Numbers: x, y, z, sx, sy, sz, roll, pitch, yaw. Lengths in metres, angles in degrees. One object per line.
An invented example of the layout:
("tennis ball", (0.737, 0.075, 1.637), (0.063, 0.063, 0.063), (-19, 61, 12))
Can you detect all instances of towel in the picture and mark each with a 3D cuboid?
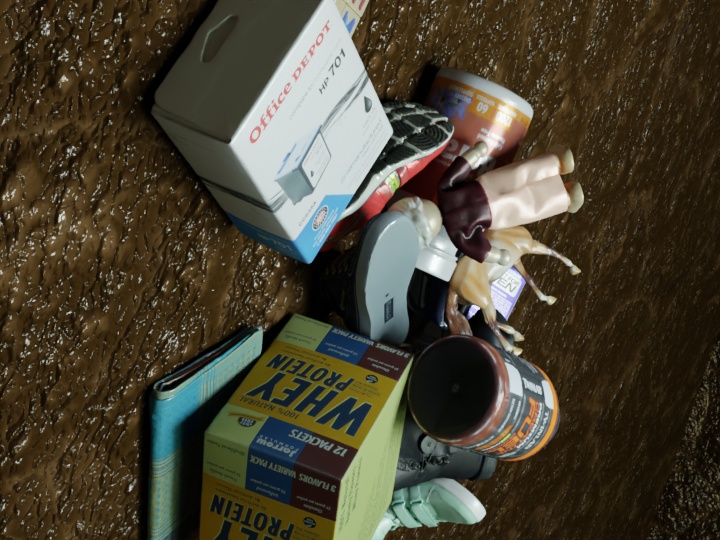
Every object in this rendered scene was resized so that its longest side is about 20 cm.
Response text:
("towel", (-0.149, 0.162, 1.159), (0.146, 0.021, 0.203), (-33, 140, -48))

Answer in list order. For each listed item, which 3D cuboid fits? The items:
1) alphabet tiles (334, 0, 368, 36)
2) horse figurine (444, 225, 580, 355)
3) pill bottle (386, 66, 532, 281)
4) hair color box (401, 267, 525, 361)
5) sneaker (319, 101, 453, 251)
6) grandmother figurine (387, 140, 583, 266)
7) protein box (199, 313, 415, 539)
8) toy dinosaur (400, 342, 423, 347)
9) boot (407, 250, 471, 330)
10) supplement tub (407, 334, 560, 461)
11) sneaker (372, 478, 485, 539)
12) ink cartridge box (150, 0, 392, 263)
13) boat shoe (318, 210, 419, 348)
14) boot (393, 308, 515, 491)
("alphabet tiles", (-0.047, -0.216, 1.047), (0.202, 0.006, 0.166), (-65, 154, -1))
("horse figurine", (0.148, 0.008, 1.330), (0.200, 0.132, 0.050), (-48, -176, -27))
("pill bottle", (0.094, -0.098, 1.291), (0.112, 0.111, 0.203), (18, 95, -64))
("hair color box", (0.106, 0.075, 1.452), (0.064, 0.109, 0.202), (32, 82, -25))
("sneaker", (0.010, -0.092, 1.201), (0.199, 0.077, 0.086), (-38, 154, -27))
("grandmother figurine", (0.119, -0.062, 1.220), (0.197, 0.123, 0.061), (-14, 167, -14))
("protein box", (-0.052, 0.191, 1.185), (0.200, 0.133, 0.201), (-54, 156, -53))
("toy dinosaur", (-0.013, 0.124, 1.359), (0.200, 0.060, 0.106), (-48, 166, -14))
("boot", (0.118, -0.034, 1.394), (0.072, 0.090, 0.203), (15, 100, -29))
("supplement tub", (0.134, 0.133, 1.243), (0.199, 0.106, 0.108), (25, 90, -57))
("sneaker", (0.047, 0.292, 1.428), (0.119, 0.198, 0.074), (-57, 131, -28))
("ink cartridge box", (-0.064, -0.121, 0.995), (0.148, 0.085, 0.200), (-58, 155, -14))
("boat shoe", (0.000, 0.000, 1.207), (0.070, 0.091, 0.202), (-32, 148, -26))
("boot", (0.078, 0.143, 1.339), (0.166, 0.076, 0.204), (-1, 104, -32))
